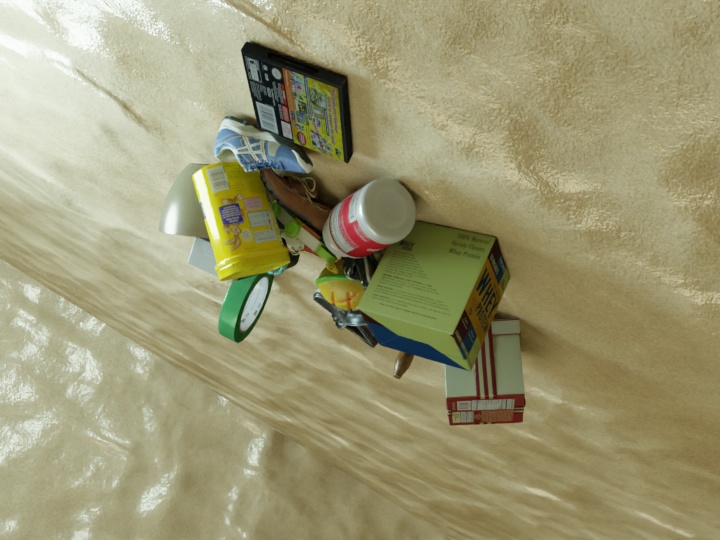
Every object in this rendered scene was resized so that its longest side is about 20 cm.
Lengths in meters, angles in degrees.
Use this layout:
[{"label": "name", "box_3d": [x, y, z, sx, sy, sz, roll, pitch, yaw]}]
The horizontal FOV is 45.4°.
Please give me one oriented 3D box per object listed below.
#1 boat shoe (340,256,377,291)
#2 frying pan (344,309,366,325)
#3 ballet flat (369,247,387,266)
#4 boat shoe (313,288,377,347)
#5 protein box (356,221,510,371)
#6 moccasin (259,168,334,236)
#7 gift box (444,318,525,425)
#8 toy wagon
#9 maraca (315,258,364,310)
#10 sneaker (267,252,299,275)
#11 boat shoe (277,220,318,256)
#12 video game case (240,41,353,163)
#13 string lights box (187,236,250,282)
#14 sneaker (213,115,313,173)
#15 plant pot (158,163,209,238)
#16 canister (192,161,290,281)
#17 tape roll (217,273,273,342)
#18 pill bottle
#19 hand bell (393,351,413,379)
[{"label": "boat shoe", "box_3d": [0.000, 0.000, 1.657, 0.072, 0.067, 0.201, 59, -175, -24]}, {"label": "frying pan", "box_3d": [0.032, 0.080, 1.884, 0.113, 0.190, 0.031, -8, 105, 23]}, {"label": "ballet flat", "box_3d": [0.075, -0.009, 1.695, 0.070, 0.072, 0.200, 16, 165, 25]}, {"label": "boat shoe", "box_3d": [-0.032, 0.114, 2.058, 0.198, 0.065, 0.072, 33, 158, -8]}, {"label": "protein box", "box_3d": [0.136, 0.041, 1.555, 0.196, 0.202, 0.135, 13, 153, 30]}, {"label": "moccasin", "box_3d": [-0.108, -0.140, 1.624, 0.200, 0.078, 0.074, 37, -173, -28]}, {"label": "gift box", "box_3d": [0.236, 0.196, 1.757, 0.196, 0.190, 0.186, 0, 150, 3]}, {"label": "toy wagon", "box_3d": [-0.101, -0.067, 1.695, 0.200, 0.040, 0.155, 43, -173, 33]}, {"label": "maraca", "box_3d": [0.000, 0.032, 1.820, 0.197, 0.109, 0.137, 9, 169, -26]}, {"label": "sneaker", "box_3d": [-0.214, -0.059, 1.904, 0.199, 0.091, 0.078, 40, 118, 25]}, {"label": "boat shoe", "box_3d": [-0.147, -0.068, 1.825, 0.198, 0.063, 0.071, 28, 155, -1]}, {"label": "video game case", "box_3d": [-0.100, -0.271, 1.409, 0.178, 0.026, 0.201, 23, 155, 14]}, {"label": "string lights box", "box_3d": [-0.255, -0.032, 1.743, 0.101, 0.060, 0.200, 23, -168, 12]}, {"label": "sneaker", "box_3d": [-0.175, -0.207, 1.543, 0.197, 0.078, 0.076, 22, 167, 21]}, {"label": "plant pot", "box_3d": [-0.300, -0.143, 1.719, 0.196, 0.137, 0.200, 4, -173, -1]}, {"label": "canister", "box_3d": [-0.223, -0.095, 1.602, 0.086, 0.147, 0.203, -22, 83, 43]}, {"label": "tape roll", "box_3d": [-0.274, 0.072, 2.071, 0.048, 0.202, 0.201, 23, 156, 10]}, {"label": "pill bottle", "box_3d": [0.008, -0.086, 1.552, 0.112, 0.113, 0.199, 35, 156, -16]}, {"label": "hand bell", "box_3d": [0.114, 0.132, 1.764, 0.103, 0.202, 0.105, 22, 156, 10]}]
